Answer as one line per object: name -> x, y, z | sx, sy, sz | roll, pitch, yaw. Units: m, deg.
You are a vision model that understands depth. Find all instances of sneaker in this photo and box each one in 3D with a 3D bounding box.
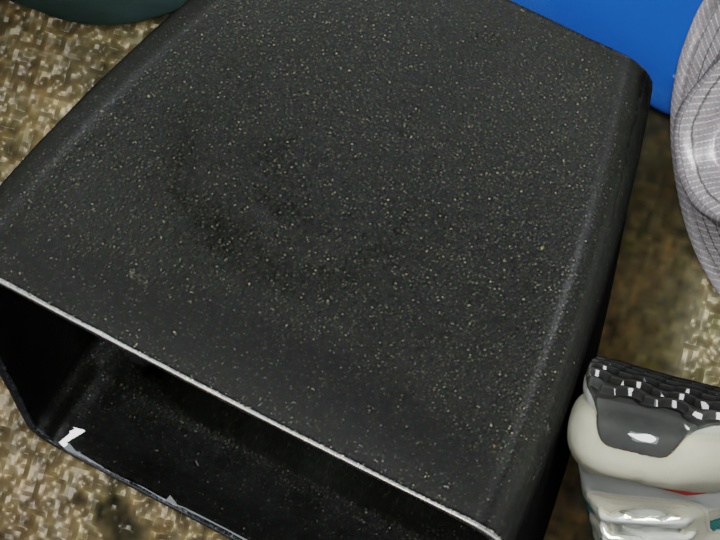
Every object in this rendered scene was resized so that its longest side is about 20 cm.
sneaker -> 0.109, 0.085, 0.818 | 0.070, 0.200, 0.094 | 13, 88, 17

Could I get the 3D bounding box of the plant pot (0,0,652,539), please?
plant pot -> 0.000, 0.000, 0.857 | 0.199, 0.200, 0.178 | 27, 72, 11

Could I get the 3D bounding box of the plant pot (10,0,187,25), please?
plant pot -> -0.122, -0.182, 0.880 | 0.200, 0.196, 0.201 | -2, 81, 17

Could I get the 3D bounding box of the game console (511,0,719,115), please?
game console -> 0.098, -0.186, 0.955 | 0.200, 0.118, 0.171 | 32, 116, 11

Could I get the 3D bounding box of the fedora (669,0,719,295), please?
fedora -> 0.176, -0.048, 0.824 | 0.200, 0.090, 0.177 | -5, 88, 32
